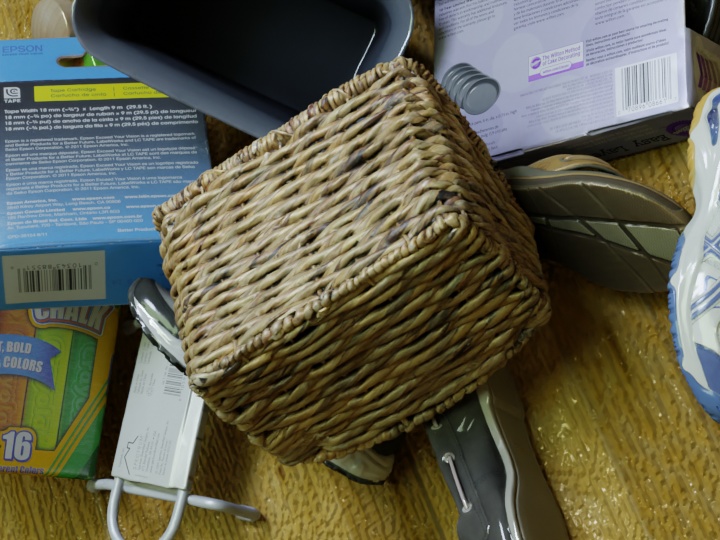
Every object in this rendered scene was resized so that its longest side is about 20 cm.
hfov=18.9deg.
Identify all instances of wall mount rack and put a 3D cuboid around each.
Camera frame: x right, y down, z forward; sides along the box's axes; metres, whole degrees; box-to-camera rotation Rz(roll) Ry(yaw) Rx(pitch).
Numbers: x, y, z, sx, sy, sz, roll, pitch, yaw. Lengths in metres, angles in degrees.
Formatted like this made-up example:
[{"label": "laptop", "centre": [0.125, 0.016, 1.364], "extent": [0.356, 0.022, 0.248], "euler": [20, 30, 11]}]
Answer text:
[{"label": "wall mount rack", "centre": [-0.132, 0.096, 1.463], "extent": [0.174, 0.075, 0.200], "euler": [6, 79, 38]}]

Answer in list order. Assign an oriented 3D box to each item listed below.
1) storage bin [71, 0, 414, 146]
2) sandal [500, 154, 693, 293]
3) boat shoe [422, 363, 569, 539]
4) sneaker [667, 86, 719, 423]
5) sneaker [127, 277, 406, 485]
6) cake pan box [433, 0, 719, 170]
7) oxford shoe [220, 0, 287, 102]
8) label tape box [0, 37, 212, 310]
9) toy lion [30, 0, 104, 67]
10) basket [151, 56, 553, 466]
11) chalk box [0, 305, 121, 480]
[{"label": "storage bin", "centre": [-0.069, -0.169, 1.406], "extent": [0.200, 0.134, 0.146], "euler": [25, 94, -1]}, {"label": "sandal", "centre": [0.127, -0.037, 1.289], "extent": [0.054, 0.080, 0.200], "euler": [-44, 30, -27]}, {"label": "boat shoe", "centre": [0.075, 0.130, 1.270], "extent": [0.057, 0.067, 0.200], "euler": [-31, 51, 22]}, {"label": "sneaker", "centre": [0.224, -0.014, 1.185], "extent": [0.088, 0.075, 0.200], "euler": [-7, 72, 39]}, {"label": "sneaker", "centre": [-0.056, 0.056, 1.362], "extent": [0.200, 0.074, 0.079], "euler": [30, 88, 2]}, {"label": "cake pan box", "centre": [0.134, -0.157, 1.330], "extent": [0.200, 0.052, 0.185], "euler": [-15, 68, 37]}, {"label": "oxford shoe", "centre": [-0.071, -0.199, 1.525], "extent": [0.074, 0.071, 0.200], "euler": [149, 124, -66]}, {"label": "label tape box", "centre": [-0.173, -0.068, 1.442], "extent": [0.063, 0.144, 0.200], "euler": [96, 169, -46]}, {"label": "toy lion", "centre": [-0.204, -0.090, 1.580], "extent": [0.200, 0.069, 0.192], "euler": [-31, 74, 46]}, {"label": "basket", "centre": [0.000, 0.000, 1.268], "extent": [0.200, 0.143, 0.149], "euler": [-33, 45, 17]}, {"label": "chalk box", "centre": [-0.244, 0.032, 1.500], "extent": [0.124, 0.124, 0.200], "euler": [17, 100, 61]}]
